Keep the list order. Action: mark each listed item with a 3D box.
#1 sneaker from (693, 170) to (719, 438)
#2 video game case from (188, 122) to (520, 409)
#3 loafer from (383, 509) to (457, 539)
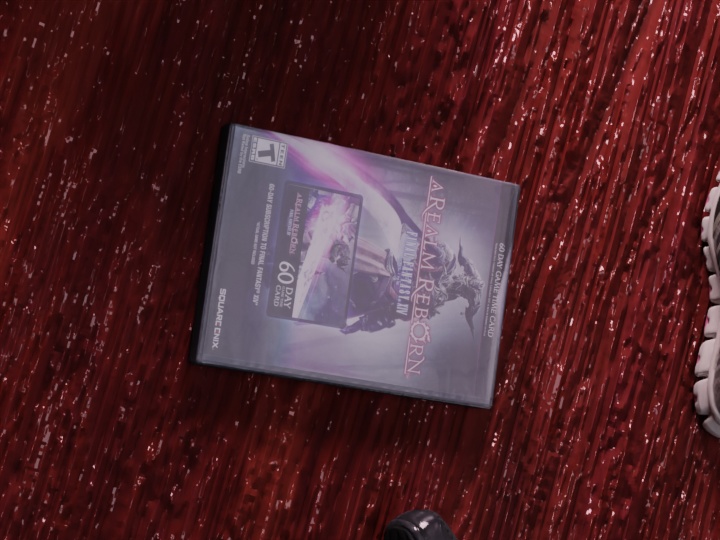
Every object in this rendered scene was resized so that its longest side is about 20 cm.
[{"bbox_3d":[0.271,0.013,1.244,0.073,0.087,0.201,10,84,-24],"label":"sneaker"},{"bbox_3d":[0.000,0.000,1.159,0.199,0.019,0.144,10,84,-23],"label":"video game case"},{"bbox_3d":[0.076,0.226,1.163,0.070,0.068,0.201,-36,108,-29],"label":"loafer"}]
